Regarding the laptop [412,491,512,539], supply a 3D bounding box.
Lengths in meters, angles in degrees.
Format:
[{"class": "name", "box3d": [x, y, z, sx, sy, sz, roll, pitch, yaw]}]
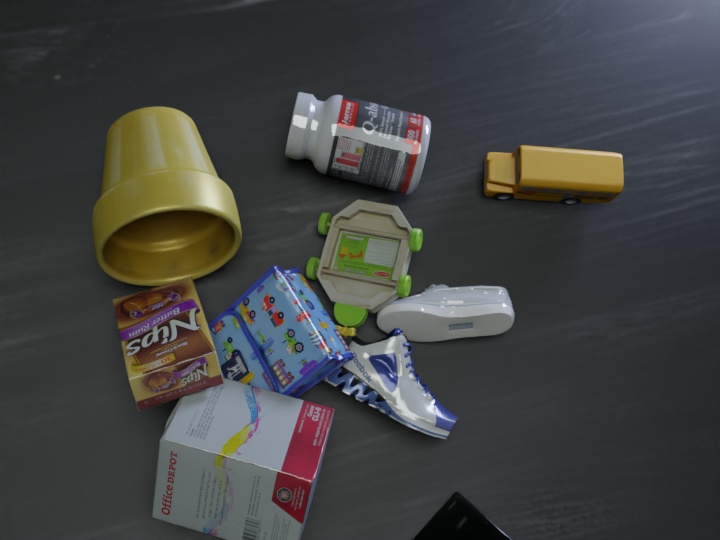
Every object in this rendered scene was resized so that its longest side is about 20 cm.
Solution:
[{"class": "laptop", "box3d": [0.151, 0.457, 1.441, 0.187, 0.116, 0.199, -44, 57, -14]}]

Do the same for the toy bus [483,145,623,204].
[{"class": "toy bus", "box3d": [0.285, -0.143, 1.554, 0.196, 0.078, 0.066, 4, 77, -7]}]

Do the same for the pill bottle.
[{"class": "pill bottle", "box3d": [-0.005, -0.188, 1.507, 0.196, 0.116, 0.118, 13, 76, -5]}]

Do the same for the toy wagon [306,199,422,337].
[{"class": "toy wagon", "box3d": [0.000, 0.000, 1.485, 0.153, 0.040, 0.203, 10, 76, 18]}]

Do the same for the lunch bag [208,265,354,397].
[{"class": "lunch bag", "box3d": [-0.136, 0.114, 1.432, 0.199, 0.094, 0.152, -38, 76, 15]}]

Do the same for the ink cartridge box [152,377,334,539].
[{"class": "ink cartridge box", "box3d": [-0.152, 0.248, 1.343, 0.197, 0.147, 0.145, 16, 34, 2]}]

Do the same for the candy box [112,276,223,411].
[{"class": "candy box", "box3d": [-0.257, 0.092, 1.380, 0.115, 0.201, 0.057, -17, 124, -10]}]

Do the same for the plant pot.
[{"class": "plant pot", "box3d": [-0.275, -0.109, 1.426, 0.197, 0.202, 0.192, -11, 64, -9]}]

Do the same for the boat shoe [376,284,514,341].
[{"class": "boat shoe", "box3d": [0.121, 0.052, 1.499, 0.196, 0.073, 0.069, -6, 47, 5]}]

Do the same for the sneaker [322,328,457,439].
[{"class": "sneaker", "box3d": [0.056, 0.148, 1.454, 0.197, 0.081, 0.117, 27, 85, 0]}]
